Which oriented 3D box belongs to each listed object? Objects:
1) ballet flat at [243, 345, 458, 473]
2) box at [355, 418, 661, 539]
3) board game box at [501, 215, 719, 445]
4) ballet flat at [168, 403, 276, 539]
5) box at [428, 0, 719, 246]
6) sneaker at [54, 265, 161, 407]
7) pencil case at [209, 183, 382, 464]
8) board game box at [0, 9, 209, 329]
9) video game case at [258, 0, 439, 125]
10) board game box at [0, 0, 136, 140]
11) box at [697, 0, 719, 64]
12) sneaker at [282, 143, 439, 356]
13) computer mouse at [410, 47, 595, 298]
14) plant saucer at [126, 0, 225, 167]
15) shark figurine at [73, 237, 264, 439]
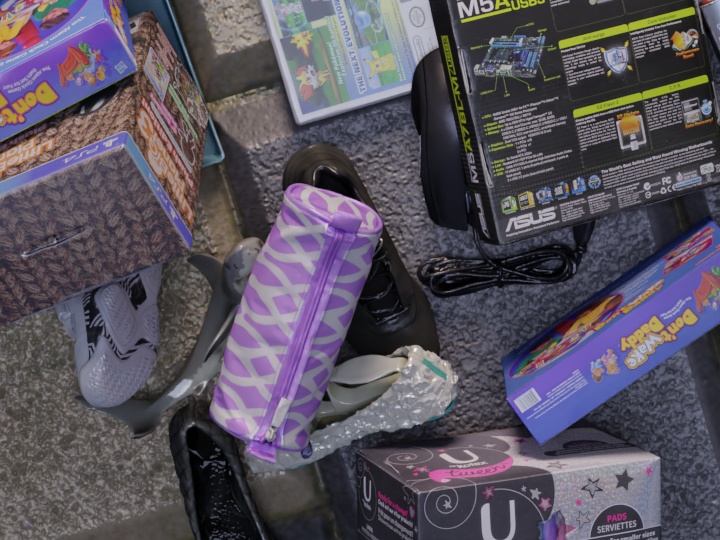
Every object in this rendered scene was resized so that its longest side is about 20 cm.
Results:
[{"bbox_3d":[-0.019,0.098,1.506,0.200,0.072,0.072,-21,99,28],"label":"ballet flat"},{"bbox_3d":[0.111,0.187,1.478,0.199,0.132,0.115,-7,101,-20],"label":"box"},{"bbox_3d":[0.201,0.042,1.480,0.200,0.134,0.045,-35,97,8],"label":"board game box"},{"bbox_3d":[-0.109,0.201,1.559,0.066,0.057,0.200,-19,99,8],"label":"ballet flat"},{"bbox_3d":[0.165,-0.135,1.465,0.200,0.048,0.194,-16,98,-16],"label":"box"},{"bbox_3d":[-0.214,0.022,1.482,0.115,0.200,0.075,-14,143,22],"label":"sneaker"},{"bbox_3d":[-0.048,0.037,1.429,0.084,0.086,0.200,16,106,-6],"label":"pencil case"},{"bbox_3d":[-0.206,-0.075,1.418,0.159,0.200,0.097,-21,122,14],"label":"board game box"},{"bbox_3d":[0.010,-0.231,1.497,0.182,0.022,0.200,-16,100,5],"label":"video game case"},{"bbox_3d":[-0.262,-0.142,1.408,0.200,0.135,0.045,-27,121,5],"label":"board game box"},{"bbox_3d":[0.343,-0.132,1.494,0.110,0.035,0.200,-23,98,6],"label":"box"},{"bbox_3d":[0.000,0.000,1.502,0.076,0.091,0.200,-31,99,-2],"label":"sneaker"},{"bbox_3d":[0.110,-0.072,1.499,0.140,0.046,0.201,-2,107,2],"label":"computer mouse"},{"bbox_3d":[-0.168,-0.169,1.517,0.070,0.019,0.200,-18,98,6],"label":"plant saucer"},{"bbox_3d":[-0.124,0.036,1.535,0.090,0.128,0.215,48,118,19],"label":"shark figurine"}]
